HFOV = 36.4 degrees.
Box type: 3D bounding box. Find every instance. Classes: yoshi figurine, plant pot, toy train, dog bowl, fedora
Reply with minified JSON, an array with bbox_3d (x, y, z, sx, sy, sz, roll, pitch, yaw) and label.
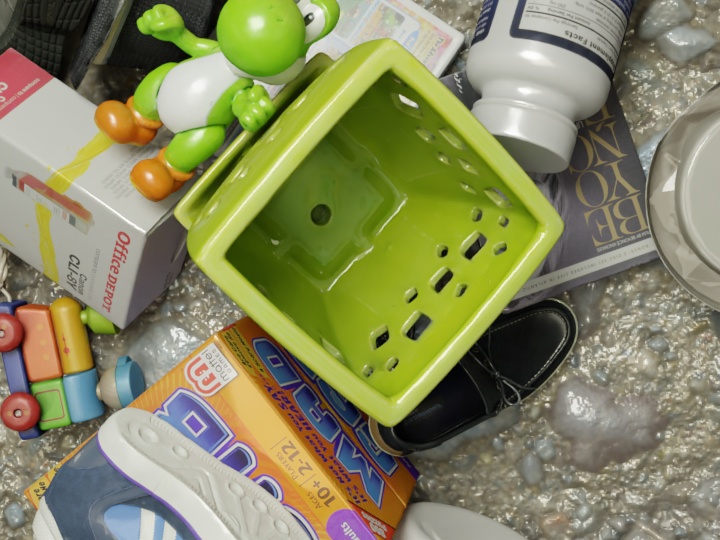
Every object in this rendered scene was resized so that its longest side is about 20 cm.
[{"bbox_3d":[-0.106,-0.142,0.793,0.200,0.112,0.112,-38,126,19],"label":"yoshi figurine"},{"bbox_3d":[-0.009,-0.038,0.808,0.199,0.181,0.200,43,85,-25],"label":"plant pot"},{"bbox_3d":[-0.267,0.041,0.973,0.116,0.085,0.200,-11,93,0],"label":"toy train"},{"bbox_3d":[0.320,-0.060,0.860,0.200,0.059,0.200,0,95,5],"label":"dog bowl"},{"bbox_3d":[-0.164,-0.217,0.888,0.092,0.201,0.201,22,100,-18],"label":"fedora"}]

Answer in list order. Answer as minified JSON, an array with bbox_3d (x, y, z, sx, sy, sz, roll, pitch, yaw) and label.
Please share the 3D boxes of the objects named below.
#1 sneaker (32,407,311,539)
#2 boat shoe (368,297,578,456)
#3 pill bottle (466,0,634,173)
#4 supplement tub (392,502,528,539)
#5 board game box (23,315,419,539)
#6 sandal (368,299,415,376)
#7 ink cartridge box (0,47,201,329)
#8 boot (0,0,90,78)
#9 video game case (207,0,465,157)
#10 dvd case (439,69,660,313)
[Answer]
[{"bbox_3d":[-0.135,0.205,0.765,0.200,0.081,0.147,39,109,1],"label":"sneaker"},{"bbox_3d":[0.098,0.089,0.901,0.200,0.062,0.075,-30,90,-9],"label":"boat shoe"},{"bbox_3d":[0.144,-0.181,0.836,0.111,0.111,0.200,16,82,8],"label":"pill bottle"},{"bbox_3d":[0.064,0.311,0.903,0.145,0.145,0.200,20,98,8],"label":"supplement tub"},{"bbox_3d":[-0.100,0.172,0.891,0.200,0.200,0.200,-39,88,11],"label":"board game box"},{"bbox_3d":[0.001,-0.001,0.940,0.075,0.048,0.201,-15,79,9],"label":"sandal"},{"bbox_3d":[-0.244,-0.065,0.918,0.200,0.083,0.145,34,140,5],"label":"ink cartridge box"},{"bbox_3d":[-0.293,-0.239,0.954,0.200,0.068,0.131,-40,54,38],"label":"boot"},{"bbox_3d":[-0.042,-0.162,0.923,0.182,0.024,0.200,34,89,5],"label":"video game case"},{"bbox_3d":[0.154,-0.083,0.901,0.149,0.016,0.200,-19,92,-1],"label":"dvd case"}]
